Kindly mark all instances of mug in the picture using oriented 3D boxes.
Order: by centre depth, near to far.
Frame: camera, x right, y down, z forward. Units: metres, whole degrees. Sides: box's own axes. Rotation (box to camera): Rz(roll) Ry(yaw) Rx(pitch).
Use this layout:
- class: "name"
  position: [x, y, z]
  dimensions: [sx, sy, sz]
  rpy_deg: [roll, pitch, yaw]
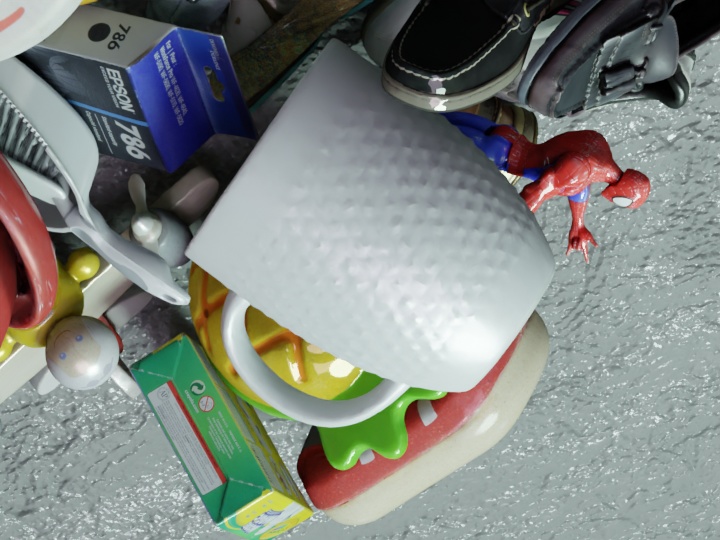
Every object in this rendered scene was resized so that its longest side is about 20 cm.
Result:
- class: "mug"
  position: [0.000, 0.000, 1.376]
  dimensions: [0.175, 0.148, 0.200]
  rpy_deg: [35, 115, -3]

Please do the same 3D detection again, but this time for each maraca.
- class: "maraca"
  position: [-0.028, 0.030, 1.482]
  dimensions: [0.107, 0.200, 0.138]
  rpy_deg: [8, 119, -56]

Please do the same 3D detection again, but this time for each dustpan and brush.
- class: "dustpan and brush"
  position: [-0.173, -0.050, 1.369]
  dimensions: [0.199, 0.057, 0.140]
  rpy_deg: [29, 154, -6]

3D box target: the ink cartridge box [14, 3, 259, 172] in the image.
- class: "ink cartridge box"
  position: [-0.160, -0.109, 1.363]
  dimensions: [0.199, 0.039, 0.100]
  rpy_deg: [13, 150, 21]

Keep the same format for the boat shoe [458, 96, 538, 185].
- class: "boat shoe"
  position: [0.027, -0.039, 1.540]
  dimensions: [0.067, 0.072, 0.200]
  rpy_deg: [29, 119, -22]

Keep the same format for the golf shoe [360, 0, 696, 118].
- class: "golf shoe"
  position: [0.101, -0.132, 1.438]
  dimensions: [0.198, 0.093, 0.073]
  rpy_deg: [-2, 138, -8]

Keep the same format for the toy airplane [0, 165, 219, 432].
- class: "toy airplane"
  position: [-0.186, 0.031, 1.507]
  dimensions: [0.198, 0.141, 0.201]
  rpy_deg: [-8, 127, -32]

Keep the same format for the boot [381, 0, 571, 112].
- class: "boot"
  position: [0.076, -0.190, 1.324]
  dimensions: [0.073, 0.200, 0.151]
  rpy_deg: [25, 137, 24]

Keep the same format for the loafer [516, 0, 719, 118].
- class: "loafer"
  position: [0.171, -0.141, 1.386]
  dimensions: [0.200, 0.063, 0.072]
  rpy_deg: [-39, 162, -32]

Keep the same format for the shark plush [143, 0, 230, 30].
- class: "shark plush"
  position: [-0.066, -0.165, 1.295]
  dimensions: [0.091, 0.200, 0.083]
  rpy_deg: [42, 74, -18]

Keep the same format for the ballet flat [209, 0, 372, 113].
- class: "ballet flat"
  position: [-0.034, -0.159, 1.407]
  dimensions: [0.200, 0.071, 0.071]
  rpy_deg: [-38, 131, 26]

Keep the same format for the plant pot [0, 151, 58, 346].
- class: "plant pot"
  position: [-0.275, 0.006, 1.314]
  dimensions: [0.182, 0.200, 0.201]
  rpy_deg: [-42, 144, -26]

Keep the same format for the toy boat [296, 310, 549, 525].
- class: "toy boat"
  position: [0.026, 0.067, 1.628]
  dimensions: [0.199, 0.131, 0.131]
  rpy_deg: [-35, 103, 23]

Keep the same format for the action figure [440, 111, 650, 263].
- class: "action figure"
  position: [0.073, -0.051, 1.447]
  dimensions: [0.199, 0.065, 0.100]
  rpy_deg: [15, 118, 17]

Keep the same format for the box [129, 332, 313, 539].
- class: "box"
  position: [-0.085, 0.112, 1.577]
  dimensions: [0.048, 0.118, 0.200]
  rpy_deg: [-31, 167, 3]

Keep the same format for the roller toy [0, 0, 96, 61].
- class: "roller toy"
  position: [-0.215, -0.209, 1.251]
  dimensions: [0.198, 0.140, 0.183]
  rpy_deg: [1, 127, -4]
